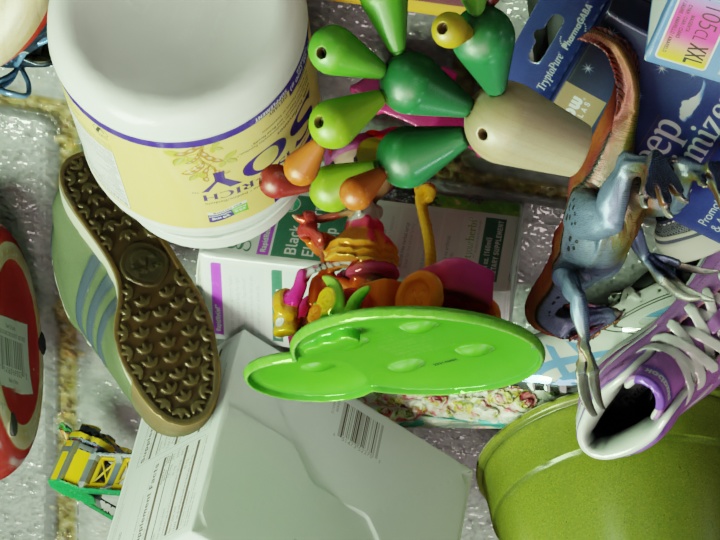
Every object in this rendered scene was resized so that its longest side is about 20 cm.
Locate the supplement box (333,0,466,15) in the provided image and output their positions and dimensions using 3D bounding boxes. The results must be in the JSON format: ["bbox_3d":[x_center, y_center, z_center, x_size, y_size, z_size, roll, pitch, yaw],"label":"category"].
[{"bbox_3d":[0.029,-0.242,1.428,0.110,0.086,0.200,8,137,6],"label":"supplement box"}]

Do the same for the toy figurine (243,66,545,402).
[{"bbox_3d":[0.017,-0.029,1.586,0.200,0.185,0.150,-16,153,40],"label":"toy figurine"}]

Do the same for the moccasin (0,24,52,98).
[{"bbox_3d":[-0.202,-0.145,1.588,0.200,0.081,0.068,-25,130,34],"label":"moccasin"}]

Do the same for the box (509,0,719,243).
[{"bbox_3d":[0.178,-0.086,1.505,0.199,0.032,0.121,27,137,-2],"label":"box"}]

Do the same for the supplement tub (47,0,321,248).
[{"bbox_3d":[-0.096,-0.106,1.522,0.145,0.146,0.200,7,159,6],"label":"supplement tub"}]

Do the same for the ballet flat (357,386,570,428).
[{"bbox_3d":[0.042,0.075,1.778,0.199,0.076,0.064,-4,103,11],"label":"ballet flat"}]

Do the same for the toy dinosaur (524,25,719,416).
[{"bbox_3d":[0.145,-0.025,1.529,0.105,0.201,0.181,-15,173,-36],"label":"toy dinosaur"}]

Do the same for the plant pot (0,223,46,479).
[{"bbox_3d":[-0.311,0.050,1.736,0.182,0.201,0.201,-6,134,7],"label":"plant pot"}]

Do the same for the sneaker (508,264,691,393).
[{"bbox_3d":[0.176,0.032,1.688,0.199,0.072,0.073,-15,95,14],"label":"sneaker"}]

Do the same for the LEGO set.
[{"bbox_3d":[-0.108,0.135,1.856,0.200,0.116,0.154,33,158,-25],"label":"LEGO set"}]

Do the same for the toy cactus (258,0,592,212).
[{"bbox_3d":[0.044,-0.095,1.430,0.164,0.102,0.200,21,120,-16],"label":"toy cactus"}]

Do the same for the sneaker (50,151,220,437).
[{"bbox_3d":[-0.148,0.027,1.694,0.067,0.201,0.090,-15,157,-24],"label":"sneaker"}]

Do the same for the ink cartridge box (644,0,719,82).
[{"bbox_3d":[0.263,-0.154,1.427,0.199,0.137,0.076,15,138,-2],"label":"ink cartridge box"}]

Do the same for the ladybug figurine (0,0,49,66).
[{"bbox_3d":[-0.208,-0.204,1.493,0.135,0.072,0.201,25,112,33],"label":"ladybug figurine"}]

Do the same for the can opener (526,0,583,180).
[{"bbox_3d":[0.141,-0.114,1.573,0.067,0.053,0.200,-21,135,-11],"label":"can opener"}]

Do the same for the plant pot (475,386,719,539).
[{"bbox_3d":[0.187,0.206,1.736,0.199,0.194,0.201,-5,148,-3],"label":"plant pot"}]

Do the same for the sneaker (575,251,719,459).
[{"bbox_3d":[0.208,0.043,1.588,0.073,0.114,0.201,43,107,2],"label":"sneaker"}]

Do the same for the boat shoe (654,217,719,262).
[{"bbox_3d":[0.231,-0.085,1.565,0.093,0.075,0.200,46,126,-14],"label":"boat shoe"}]

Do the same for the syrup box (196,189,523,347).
[{"bbox_3d":[0.000,0.000,1.689,0.199,0.079,0.082,8,136,6],"label":"syrup box"}]

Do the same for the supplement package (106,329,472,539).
[{"bbox_3d":[-0.046,0.164,1.714,0.200,0.156,0.111,33,140,-25],"label":"supplement package"}]
